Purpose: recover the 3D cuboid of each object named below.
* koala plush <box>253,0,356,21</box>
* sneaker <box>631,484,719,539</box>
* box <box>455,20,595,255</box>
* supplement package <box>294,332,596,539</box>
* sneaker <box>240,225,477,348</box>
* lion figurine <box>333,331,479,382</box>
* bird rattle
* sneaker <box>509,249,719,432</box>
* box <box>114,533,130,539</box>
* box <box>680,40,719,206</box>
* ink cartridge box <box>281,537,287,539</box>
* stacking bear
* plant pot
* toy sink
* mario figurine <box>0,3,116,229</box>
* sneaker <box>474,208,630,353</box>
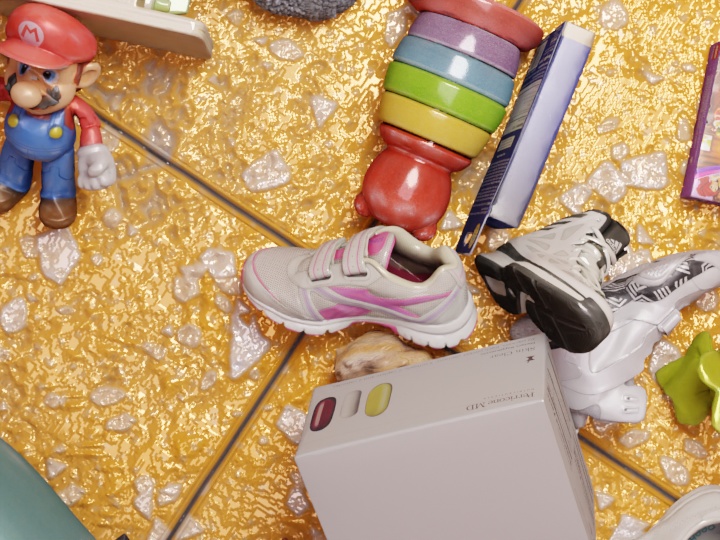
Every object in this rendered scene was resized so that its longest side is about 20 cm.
[{"bbox_3d":[-0.053,-0.298,1.143,0.177,0.200,0.184,-25,92,-2],"label":"koala plush"},{"bbox_3d":[0.249,0.259,1.220,0.200,0.088,0.075,-44,94,-1],"label":"sneaker"},{"bbox_3d":[0.133,-0.101,1.193,0.032,0.121,0.201,23,90,-3],"label":"box"},{"bbox_3d":[0.071,0.161,1.141,0.199,0.111,0.156,-15,113,13],"label":"supplement package"},{"bbox_3d":[0.000,0.000,1.188,0.199,0.082,0.088,5,134,4],"label":"sneaker"},{"bbox_3d":[0.064,0.136,1.221,0.122,0.072,0.201,-22,97,8],"label":"lion figurine"},{"bbox_3d":[0.357,0.069,1.231,0.163,0.113,0.200,42,86,-23],"label":"bird rattle"},{"bbox_3d":[0.236,0.060,1.225,0.199,0.075,0.115,-22,92,3],"label":"sneaker"},{"bbox_3d":[-0.179,0.336,1.138,0.104,0.200,0.182,-35,101,0],"label":"box"},{"bbox_3d":[0.388,-0.110,1.243,0.199,0.039,0.138,11,91,-2],"label":"box"},{"bbox_3d":[-0.019,0.329,1.183,0.200,0.145,0.083,45,88,-3],"label":"ink cartridge box"},{"bbox_3d":[0.063,-0.128,1.201,0.121,0.114,0.201,21,95,-2],"label":"stacking bear"},{"bbox_3d":[-0.337,0.212,1.150,0.200,0.201,0.161,-37,84,-1],"label":"plant pot"},{"bbox_3d":[-0.210,-0.255,1.174,0.199,0.130,0.113,12,90,-1],"label":"toy sink"},{"bbox_3d":[-0.263,-0.117,1.144,0.123,0.106,0.201,-11,136,-27],"label":"mario figurine"},{"bbox_3d":[0.176,-0.006,1.162,0.115,0.200,0.076,-32,110,-8],"label":"sneaker"}]
